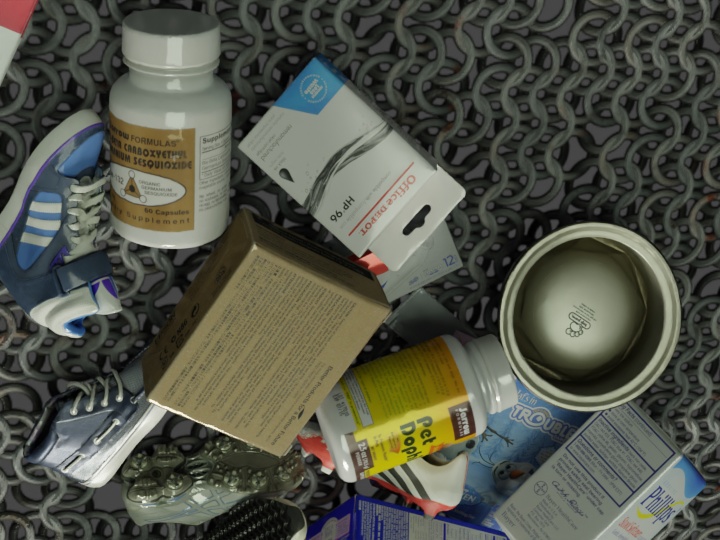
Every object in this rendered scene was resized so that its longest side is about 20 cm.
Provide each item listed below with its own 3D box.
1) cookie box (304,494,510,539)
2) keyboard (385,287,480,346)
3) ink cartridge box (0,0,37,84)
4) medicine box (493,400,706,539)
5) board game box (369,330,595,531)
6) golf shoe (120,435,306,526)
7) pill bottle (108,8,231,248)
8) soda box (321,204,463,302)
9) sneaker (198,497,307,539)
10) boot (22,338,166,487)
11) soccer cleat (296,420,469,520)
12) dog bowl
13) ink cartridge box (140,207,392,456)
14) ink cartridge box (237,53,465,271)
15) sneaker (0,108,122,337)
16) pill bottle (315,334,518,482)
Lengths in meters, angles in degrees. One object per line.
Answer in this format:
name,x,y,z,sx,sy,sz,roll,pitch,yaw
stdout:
cookie box,0.042,0.327,1.589,0.198,0.076,0.171,18,147,-22
keyboard,0.110,0.094,1.577,0.056,0.011,0.200,-47,118,4
ink cartridge box,-0.376,-0.199,1.221,0.144,0.146,0.201,21,108,-23
medicine box,0.270,0.254,1.592,0.200,0.103,0.182,-44,153,4
board game box,0.140,0.189,1.602,0.199,0.043,0.200,23,111,-22
golf shoe,-0.160,0.233,1.549,0.198,0.079,0.098,-3,138,-12
pill bottle,-0.176,-0.133,1.326,0.113,0.115,0.202,-3,116,-14
soda box,0.000,0.000,1.466,0.198,0.068,0.064,-25,119,-1
sneaker,-0.104,0.296,1.553,0.093,0.071,0.199,2,150,-41
boot,-0.259,0.134,1.456,0.090,0.073,0.201,26,108,-34
soccer cleat,0.023,0.192,1.537,0.198,0.069,0.086,25,99,13
dog bowl,0.235,0.044,1.520,0.198,0.074,0.203,-1,98,-7
ink cartridge box,-0.094,0.063,1.388,0.164,0.075,0.201,26,111,-28
ink cartridge box,-0.005,-0.098,1.377,0.200,0.068,0.116,41,101,-5
sneaker,-0.257,-0.032,1.335,0.146,0.080,0.201,42,114,9
pill bottle,0.056,0.135,1.465,0.198,0.109,0.110,-20,119,-6
